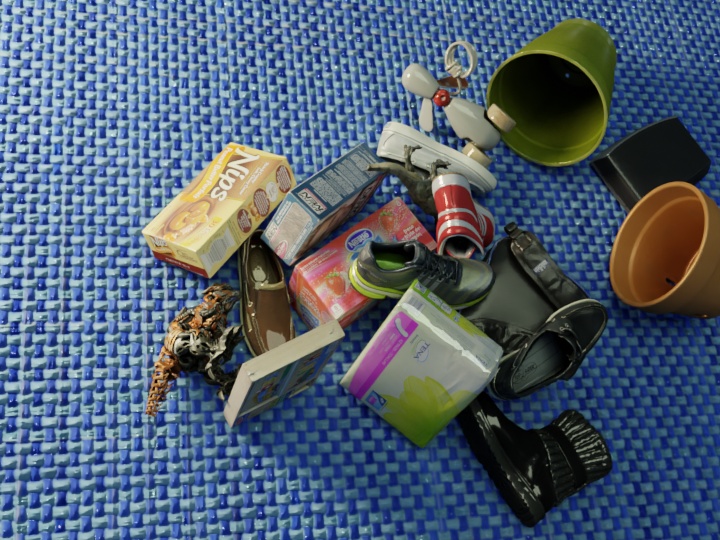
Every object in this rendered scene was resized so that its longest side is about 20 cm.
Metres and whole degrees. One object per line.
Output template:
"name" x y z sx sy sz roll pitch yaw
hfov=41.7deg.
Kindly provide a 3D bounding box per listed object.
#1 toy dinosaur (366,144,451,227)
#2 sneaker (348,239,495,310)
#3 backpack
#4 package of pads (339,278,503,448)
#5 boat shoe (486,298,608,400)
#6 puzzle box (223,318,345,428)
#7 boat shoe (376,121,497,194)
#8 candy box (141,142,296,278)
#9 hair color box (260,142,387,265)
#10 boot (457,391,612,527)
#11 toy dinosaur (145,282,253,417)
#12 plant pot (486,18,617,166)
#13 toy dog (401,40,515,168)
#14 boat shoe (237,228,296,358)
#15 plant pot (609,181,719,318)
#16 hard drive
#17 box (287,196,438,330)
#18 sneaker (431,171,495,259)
"toy dinosaur" 0.087 -0.134 1.390 0.199 0.047 0.090 37 61 -39
"sneaker" 0.085 0.002 1.244 0.195 0.081 0.075 3 62 -8
"backpack" 0.230 0.073 1.339 0.189 0.154 0.202 32 77 4
"package of pads" 0.079 0.130 1.240 0.153 0.201 0.068 37 44 3
"boat shoe" 0.255 0.104 1.238 0.197 0.066 0.076 -28 96 -13
"puzzle box" -0.100 0.133 1.187 0.131 0.201 0.026 -25 74 -24
"boat shoe" 0.115 -0.157 1.468 0.198 0.070 0.073 26 83 -7
"candy box" -0.194 -0.088 1.314 0.114 0.056 0.201 18 54 34
"hair color box" -0.046 -0.096 1.331 0.060 0.100 0.200 43 41 6
"boot" 0.238 0.227 1.309 0.156 0.079 0.213 -31 88 -19
"toy dinosaur" -0.210 0.107 1.238 0.134 0.102 0.203 17 77 28
"plant pot" 0.332 -0.308 1.539 0.199 0.201 0.194 36 49 3
"toy dog" 0.156 -0.256 1.500 0.130 0.096 0.202 -31 100 7
"boat shoe" -0.130 0.039 1.292 0.073 0.075 0.206 -10 69 -20
"plant pot" 0.501 -0.016 1.450 0.138 0.199 0.204 23 60 -23
"hard drive" 0.497 -0.182 1.598 0.198 0.042 0.136 -28 76 -25
"box" 0.000 0.000 1.335 0.199 0.103 0.095 -35 78 -26
"sneaker" 0.152 -0.046 1.355 0.070 0.200 0.115 -13 63 19
